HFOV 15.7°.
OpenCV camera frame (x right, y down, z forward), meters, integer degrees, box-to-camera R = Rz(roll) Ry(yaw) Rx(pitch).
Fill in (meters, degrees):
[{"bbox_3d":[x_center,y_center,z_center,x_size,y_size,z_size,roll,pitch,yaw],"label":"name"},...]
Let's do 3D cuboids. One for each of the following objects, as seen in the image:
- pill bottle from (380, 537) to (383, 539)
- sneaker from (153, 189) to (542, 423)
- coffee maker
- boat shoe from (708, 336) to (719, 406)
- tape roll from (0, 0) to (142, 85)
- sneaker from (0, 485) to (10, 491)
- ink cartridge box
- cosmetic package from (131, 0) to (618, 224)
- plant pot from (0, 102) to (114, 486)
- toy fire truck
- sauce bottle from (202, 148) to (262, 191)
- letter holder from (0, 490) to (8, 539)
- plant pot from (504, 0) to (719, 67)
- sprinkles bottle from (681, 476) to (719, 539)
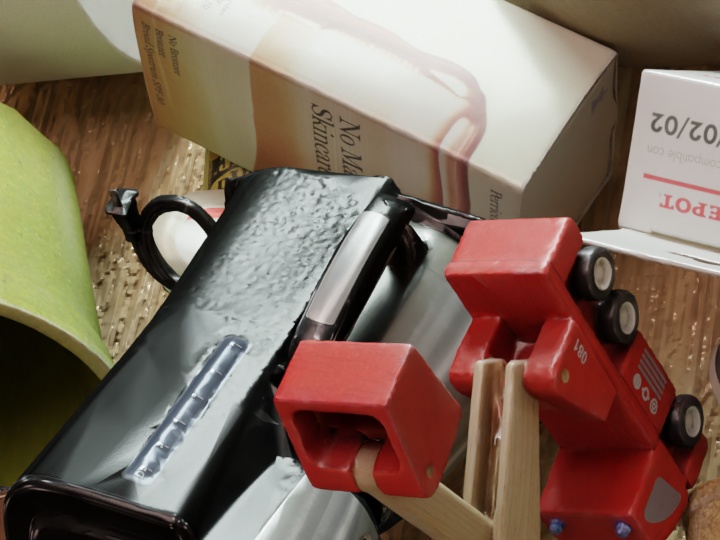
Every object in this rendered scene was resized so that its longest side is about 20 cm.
[{"bbox_3d":[0.007,0.192,1.024,0.111,0.111,0.200,-41,49,0],"label":"pill bottle"},{"bbox_3d":[0.000,0.000,1.123,0.200,0.093,0.070,22,66,10],"label":"sneaker"},{"bbox_3d":[-0.050,0.066,1.009,0.192,0.135,0.200,-4,36,38],"label":"coffee maker"},{"bbox_3d":[0.201,0.090,0.970,0.067,0.057,0.200,-26,70,-26],"label":"boat shoe"},{"bbox_3d":[-0.163,-0.195,1.315,0.139,0.203,0.203,-3,59,27],"label":"tape roll"},{"bbox_3d":[-0.170,0.187,1.137,0.078,0.086,0.200,168,102,-71],"label":"sneaker"},{"bbox_3d":[0.182,-0.037,1.016,0.115,0.200,0.068,15,102,36],"label":"ink cartridge box"},{"bbox_3d":[0.007,-0.080,1.162,0.200,0.103,0.087,25,63,19],"label":"cosmetic package"},{"bbox_3d":[-0.199,0.021,1.219,0.200,0.200,0.184,-22,40,16],"label":"plant pot"},{"bbox_3d":[0.056,0.059,0.949,0.049,0.200,0.141,0,50,35],"label":"toy fire truck"},{"bbox_3d":[-0.043,-0.009,1.216,0.066,0.066,0.200,-15,54,20],"label":"sauce bottle"},{"bbox_3d":[-0.185,0.200,1.029,0.142,0.101,0.200,-9,47,28],"label":"letter holder"},{"bbox_3d":[0.126,-0.164,1.144,0.200,0.187,0.187,-19,46,55],"label":"plant pot"},{"bbox_3d":[0.153,0.177,0.981,0.068,0.068,0.200,-10,55,24],"label":"sprinkles bottle"}]
